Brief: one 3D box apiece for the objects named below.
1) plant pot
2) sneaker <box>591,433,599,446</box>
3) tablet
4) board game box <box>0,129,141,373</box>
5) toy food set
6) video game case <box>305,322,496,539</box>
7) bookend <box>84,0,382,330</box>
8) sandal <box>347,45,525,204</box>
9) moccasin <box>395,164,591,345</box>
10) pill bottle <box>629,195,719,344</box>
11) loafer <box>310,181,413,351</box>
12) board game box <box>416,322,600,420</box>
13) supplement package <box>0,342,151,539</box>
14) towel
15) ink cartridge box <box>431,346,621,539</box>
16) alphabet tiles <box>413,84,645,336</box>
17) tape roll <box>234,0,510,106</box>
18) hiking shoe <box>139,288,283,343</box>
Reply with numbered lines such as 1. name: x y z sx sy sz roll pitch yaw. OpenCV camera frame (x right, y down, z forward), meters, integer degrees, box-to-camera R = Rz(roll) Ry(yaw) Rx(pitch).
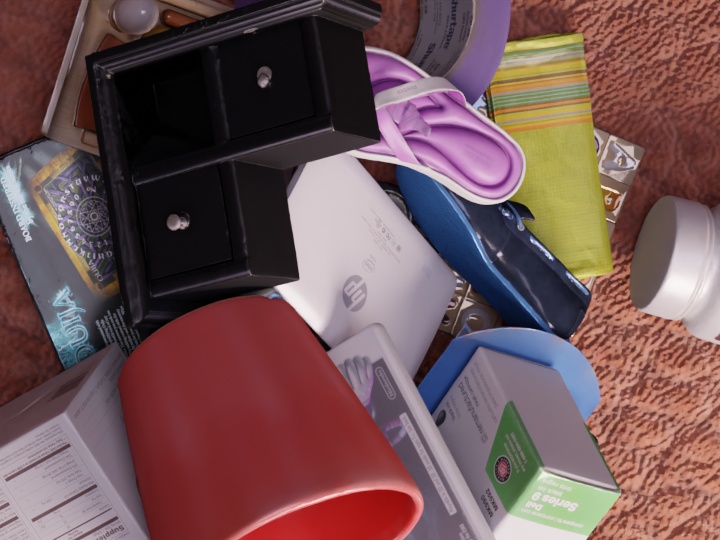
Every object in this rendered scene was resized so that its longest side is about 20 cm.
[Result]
1. plant pot: -0.076 0.128 1.496 0.199 0.201 0.178 -22 66 -8
2. sneaker: 0.137 0.209 1.702 0.081 0.074 0.200 18 117 -34
3. tablet: 0.000 0.000 1.613 0.200 0.014 0.131 48 58 -37
4. board game box: -0.200 -0.015 1.643 0.135 0.028 0.201 -23 100 -9
5. toy food set: -0.132 -0.143 1.608 0.199 0.060 0.144 18 85 -21
6. video game case: -0.014 0.170 1.572 0.181 0.023 0.201 -33 76 18
7. bookend: -0.076 -0.074 1.480 0.198 0.092 0.201 -13 81 25
8. sandal: 0.046 -0.111 1.560 0.202 0.050 0.083 21 83 -27
9. moccasin: 0.105 -0.027 1.666 0.068 0.080 0.200 -47 111 -21
10. pill bottle: 0.327 0.010 1.704 0.199 0.114 0.115 14 93 -12
11. loafer: -0.001 0.029 1.665 0.068 0.070 0.202 19 91 -13
12. board game box: 0.094 0.115 1.691 0.157 0.039 0.200 20 118 -31
13. supplement package: -0.207 0.193 1.581 0.150 0.152 0.201 -29 101 16
14. towel: 0.152 -0.089 1.703 0.086 0.018 0.201 -10 98 -9
15. ink cartridge box: 0.093 0.185 1.621 0.084 0.146 0.200 17 119 -31
16. alphabet tiles: 0.123 -0.036 1.715 0.166 0.008 0.201 21 91 -12
17. tape roll: 0.010 -0.201 1.608 0.199 0.085 0.201 -3 96 -29
18. hiking shoe: -0.090 0.019 1.620 0.200 0.087 0.074 -33 66 -24
